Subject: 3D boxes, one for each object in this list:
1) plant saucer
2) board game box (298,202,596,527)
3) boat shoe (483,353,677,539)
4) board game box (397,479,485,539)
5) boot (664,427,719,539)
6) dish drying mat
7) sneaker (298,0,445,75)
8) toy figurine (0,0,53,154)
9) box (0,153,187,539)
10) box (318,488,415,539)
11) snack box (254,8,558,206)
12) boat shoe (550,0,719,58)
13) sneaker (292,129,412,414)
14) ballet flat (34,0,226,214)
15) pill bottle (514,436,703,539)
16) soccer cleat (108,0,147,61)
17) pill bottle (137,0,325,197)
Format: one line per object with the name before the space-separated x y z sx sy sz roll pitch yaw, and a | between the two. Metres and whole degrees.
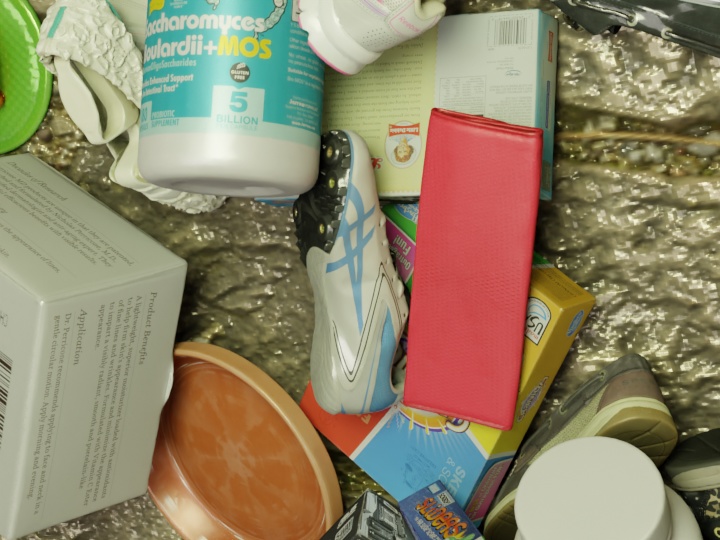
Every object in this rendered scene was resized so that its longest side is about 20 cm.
plant saucer | -0.092 0.141 1.260 0.200 0.032 0.200 22 127 31
board game box | 0.052 0.059 1.150 0.153 0.040 0.200 39 122 27
boat shoe | 0.144 0.125 1.138 0.072 0.066 0.201 16 142 -16
board game box | 0.094 0.242 1.087 0.034 0.135 0.200 -29 104 -5
boot | 0.303 0.168 1.068 0.203 0.073 0.154 -10 106 36
dish drying mat | 0.069 0.001 1.063 0.077 0.018 0.200 12 115 19
sneaker | 0.033 -0.213 1.015 0.088 0.081 0.200 -3 70 41
toy figurine | -0.355 -0.134 1.224 0.200 0.184 0.150 8 112 25
box | -0.246 0.049 1.239 0.200 0.131 0.199 33 122 35
box | 0.040 0.264 1.213 0.200 0.050 0.158 32 123 -11
snack box | 0.026 -0.102 1.104 0.200 0.037 0.116 0 84 27
boat shoe | 0.150 -0.166 1.023 0.200 0.069 0.057 15 115 19
sneaker | 0.000 0.000 1.094 0.072 0.072 0.200 -131 34 -56
ballet flat | -0.161 -0.098 1.162 0.072 0.072 0.200 -8 133 29
pill bottle | 0.160 0.195 1.074 0.120 0.120 0.200 8 144 25
soccer cleat | -0.132 -0.185 1.162 0.200 0.069 0.078 -25 93 35
pill bottle | -0.075 -0.149 1.040 0.111 0.111 0.200 0 85 27
